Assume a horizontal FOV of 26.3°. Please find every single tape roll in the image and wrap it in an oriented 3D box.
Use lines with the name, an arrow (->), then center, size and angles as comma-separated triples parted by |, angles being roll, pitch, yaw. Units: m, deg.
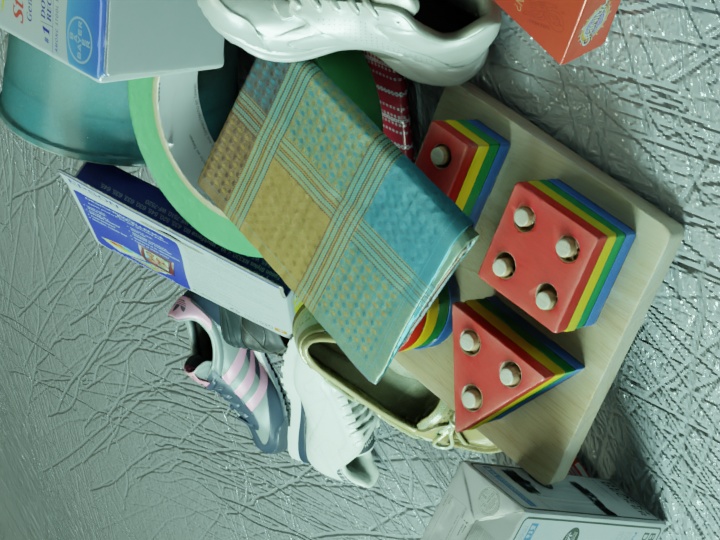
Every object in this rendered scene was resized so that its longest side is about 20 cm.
tape roll -> -0.078, -0.111, 1.094 | 0.199, 0.048, 0.202 | 19, 123, 31

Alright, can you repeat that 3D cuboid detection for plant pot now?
plant pot -> -0.185, -0.211, 1.227 | 0.200, 0.199, 0.190 | 34, 126, 39

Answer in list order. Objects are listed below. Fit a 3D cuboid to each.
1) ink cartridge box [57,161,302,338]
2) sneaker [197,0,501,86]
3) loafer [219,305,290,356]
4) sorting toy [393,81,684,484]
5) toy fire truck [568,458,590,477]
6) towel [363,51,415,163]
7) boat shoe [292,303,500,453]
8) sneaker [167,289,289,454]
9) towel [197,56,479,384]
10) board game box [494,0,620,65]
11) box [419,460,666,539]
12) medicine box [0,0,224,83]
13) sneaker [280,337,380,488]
ink cartridge box -> -0.135, -0.023, 1.241 | 0.196, 0.047, 0.200 | 28, 165, 6
sneaker -> -0.002, -0.175, 0.961 | 0.099, 0.198, 0.079 | 138, 136, -71
loafer -> -0.085, -0.007, 1.371 | 0.072, 0.073, 0.201 | 18, 138, 22
sorting toy -> 0.081, 0.009, 1.019 | 0.200, 0.069, 0.200 | 38, 119, 32
toy fire truck -> 0.091, 0.220, 1.199 | 0.049, 0.140, 0.200 | 53, 150, 13
towel -> -0.012, -0.168, 1.145 | 0.144, 0.022, 0.202 | 31, 140, 43
boat shoe -> 0.037, 0.089, 1.156 | 0.200, 0.073, 0.063 | 34, -163, -17
sneaker -> -0.132, 0.103, 1.514 | 0.070, 0.082, 0.202 | 9, 123, 55
towel -> -0.020, -0.043, 1.022 | 0.200, 0.022, 0.147 | 47, 130, 19
board game box -> 0.085, -0.243, 0.903 | 0.200, 0.040, 0.154 | 48, 149, 23
box -> 0.119, 0.200, 1.056 | 0.060, 0.199, 0.117 | 34, 100, 37
medicine box -> -0.178, -0.242, 1.014 | 0.199, 0.102, 0.184 | 29, 122, 41
sneaker -> -0.018, 0.112, 1.365 | 0.080, 0.076, 0.201 | 31, 147, 29
